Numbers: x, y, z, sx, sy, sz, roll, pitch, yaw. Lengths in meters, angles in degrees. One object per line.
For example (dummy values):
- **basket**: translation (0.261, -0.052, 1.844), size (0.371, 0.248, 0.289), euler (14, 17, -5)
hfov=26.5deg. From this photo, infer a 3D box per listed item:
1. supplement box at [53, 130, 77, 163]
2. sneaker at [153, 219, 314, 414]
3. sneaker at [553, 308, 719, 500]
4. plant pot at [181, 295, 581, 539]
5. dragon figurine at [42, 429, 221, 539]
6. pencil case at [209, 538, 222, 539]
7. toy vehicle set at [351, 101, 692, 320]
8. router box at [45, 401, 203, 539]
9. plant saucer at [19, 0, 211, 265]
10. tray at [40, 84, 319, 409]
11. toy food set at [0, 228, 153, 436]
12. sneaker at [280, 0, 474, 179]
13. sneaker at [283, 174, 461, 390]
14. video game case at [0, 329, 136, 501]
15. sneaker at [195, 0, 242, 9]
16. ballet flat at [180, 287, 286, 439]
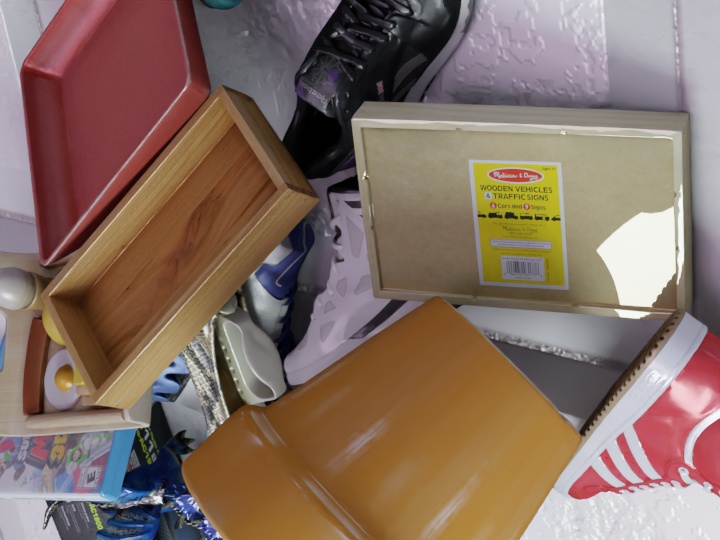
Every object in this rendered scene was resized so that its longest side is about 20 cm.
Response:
- **supplement box**: translation (-0.182, -0.014, 1.200), size (0.110, 0.086, 0.200), euler (35, 135, 22)
- **sneaker**: translation (-0.075, 0.047, 1.153), size (0.115, 0.081, 0.199), euler (31, 121, -14)
- **sneaker**: translation (0.195, 0.113, 0.938), size (0.112, 0.071, 0.200), euler (35, 147, 7)
- **plant pot**: translation (0.026, 0.122, 0.921), size (0.200, 0.183, 0.200), euler (45, 180, 0)
- **dragon figurine**: translation (-0.176, 0.174, 1.150), size (0.200, 0.099, 0.059), euler (-12, 109, 18)
- **pencil case**: translation (-0.106, 0.258, 1.221), size (0.078, 0.200, 0.087), euler (26, 143, 18)
- **toy vehicle set**: translation (0.097, -0.036, 0.919), size (0.199, 0.027, 0.125), euler (5, 119, 20)
- **router box**: translation (-0.201, 0.190, 1.296), size (0.062, 0.150, 0.200), euler (-12, 109, 13)
- **plant saucer**: translation (-0.170, -0.132, 1.062), size (0.200, 0.037, 0.200), euler (-45, 43, 34)
- **tray**: translation (-0.121, -0.013, 0.995), size (0.200, 0.037, 0.099), euler (-46, 56, 19)
- **toy food set**: translation (-0.218, 0.044, 1.106), size (0.200, 0.060, 0.144), euler (-9, 74, 44)
- **sneaker**: translation (0.006, -0.133, 0.944), size (0.076, 0.088, 0.200), euler (38, 136, 19)
- **sneaker**: translation (0.000, 0.000, 1.057), size (0.200, 0.076, 0.116), euler (-35, 82, 38)
- **video game case**: translation (-0.232, 0.105, 1.171), size (0.200, 0.143, 0.018), euler (-8, 153, 45)
- **sneaker**: translation (-0.067, -0.241, 0.960), size (0.080, 0.078, 0.200), euler (31, 136, 9)
- **ballet flat**: translation (-0.082, 0.088, 1.087), size (0.075, 0.068, 0.200), euler (5, 125, 35)
